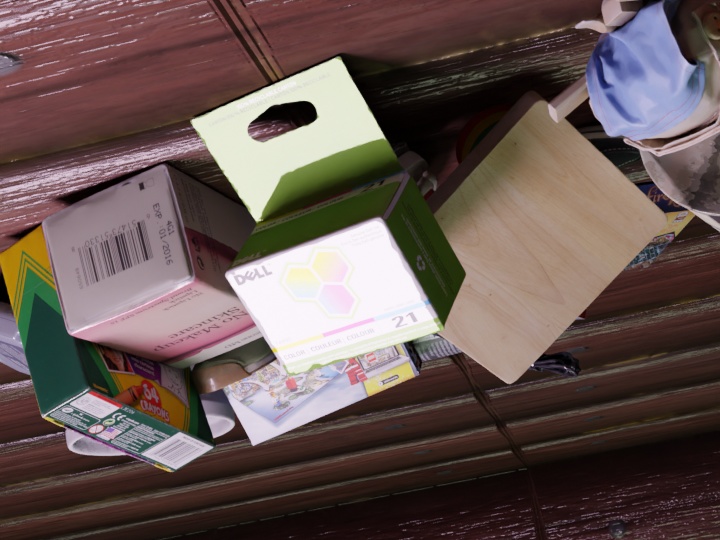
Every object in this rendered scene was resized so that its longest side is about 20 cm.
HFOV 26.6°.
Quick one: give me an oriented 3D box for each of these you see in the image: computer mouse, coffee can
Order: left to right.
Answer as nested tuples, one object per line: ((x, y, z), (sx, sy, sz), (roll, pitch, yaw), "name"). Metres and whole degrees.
((0.114, 0.056, 1.512), (0.199, 0.046, 0.140), (20, 172, -24), "computer mouse")
((0.324, -0.096, 1.232), (0.146, 0.147, 0.200), (-18, 162, 26), "coffee can")

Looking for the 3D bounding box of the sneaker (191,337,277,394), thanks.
((-0.097, 0.041, 1.469), (0.200, 0.090, 0.067), (-28, -171, -40), "sneaker")

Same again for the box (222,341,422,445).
((-0.054, 0.081, 1.581), (0.199, 0.137, 0.038), (-24, -167, 14), "box")

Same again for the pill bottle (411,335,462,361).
((0.071, 0.043, 1.630), (0.198, 0.107, 0.106), (-13, 164, 11), "pill bottle")

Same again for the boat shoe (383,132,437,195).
((0.021, -0.072, 1.291), (0.072, 0.060, 0.202), (-52, 170, -6), "boat shoe")

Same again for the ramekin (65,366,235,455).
((-0.252, 0.146, 1.796), (0.198, 0.106, 0.200), (-9, 163, -3), "ramekin")

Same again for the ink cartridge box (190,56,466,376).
((-0.035, -0.036, 1.136), (0.147, 0.201, 0.076), (-19, -155, 29), "ink cartridge box")

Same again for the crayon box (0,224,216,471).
((-0.225, 0.073, 1.370), (0.058, 0.173, 0.200), (-30, 149, 15), "crayon box")

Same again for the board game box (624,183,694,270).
((0.262, -0.039, 1.594), (0.134, 0.035, 0.200), (-7, 164, -8), "board game box")

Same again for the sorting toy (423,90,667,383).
((0.123, -0.034, 1.270), (0.199, 0.070, 0.200), (-47, 129, 9), "sorting toy")

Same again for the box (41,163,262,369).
((-0.163, 0.003, 1.322), (0.127, 0.110, 0.200), (-23, 161, 16), "box")

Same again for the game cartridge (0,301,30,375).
((-0.335, 0.070, 1.502), (0.132, 0.041, 0.200), (12, 163, 17), "game cartridge")

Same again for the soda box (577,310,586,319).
((0.139, -0.002, 1.510), (0.199, 0.071, 0.063), (18, 164, -37), "soda box")

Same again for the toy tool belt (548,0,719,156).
((0.209, -0.152, 1.019), (0.122, 0.126, 0.200), (-13, 165, -19), "toy tool belt")

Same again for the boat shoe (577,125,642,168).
((0.169, -0.078, 1.357), (0.199, 0.063, 0.074), (-19, 160, 24), "boat shoe")
